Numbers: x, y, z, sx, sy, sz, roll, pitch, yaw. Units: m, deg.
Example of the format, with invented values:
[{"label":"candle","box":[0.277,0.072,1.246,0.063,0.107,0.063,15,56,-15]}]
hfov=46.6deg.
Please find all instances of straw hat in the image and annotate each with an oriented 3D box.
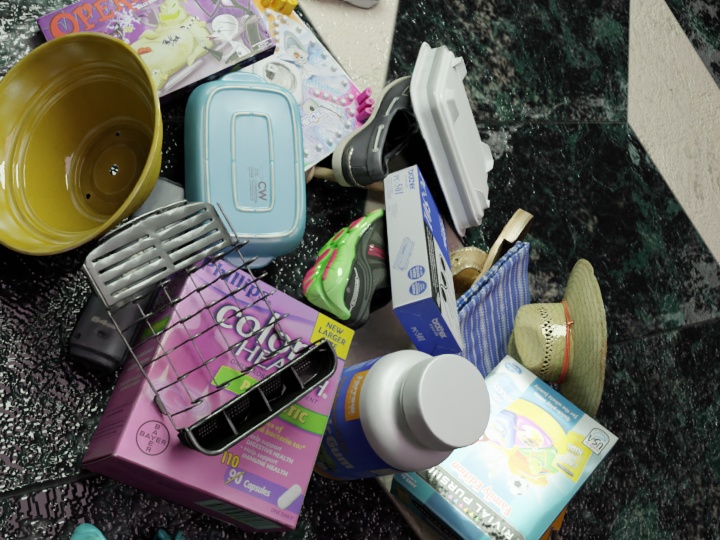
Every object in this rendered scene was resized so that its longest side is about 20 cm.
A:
[{"label":"straw hat","box":[0.217,0.083,0.976,0.085,0.201,0.201,3,70,-1]}]

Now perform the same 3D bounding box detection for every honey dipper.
[{"label":"honey dipper","box":[-0.012,-0.104,0.955,0.200,0.038,0.038,11,69,-30]}]

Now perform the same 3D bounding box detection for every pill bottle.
[{"label":"pill bottle","box":[0.027,0.138,0.800,0.112,0.200,0.112,12,68,-31]}]

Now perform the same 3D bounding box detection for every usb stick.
[{"label":"usb stick","box":[-0.211,-0.001,0.787,0.055,0.033,0.200,26,62,-13]}]

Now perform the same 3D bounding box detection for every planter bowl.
[{"label":"planter bowl","box":[-0.241,-0.101,0.743,0.083,0.200,0.201,33,50,-65]}]

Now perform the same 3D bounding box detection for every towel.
[{"label":"towel","box":[0.148,0.073,0.973,0.200,0.024,0.145,-41,133,-36]}]

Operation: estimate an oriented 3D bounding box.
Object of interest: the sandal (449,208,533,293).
[{"label":"sandal","box":[0.128,-0.004,1.012,0.070,0.078,0.212,31,63,17]}]

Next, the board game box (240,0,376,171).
[{"label":"board game box","box":[-0.088,-0.213,0.921,0.200,0.026,0.200,50,47,-2]}]

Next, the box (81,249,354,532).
[{"label":"box","box":[-0.124,0.114,0.770,0.176,0.097,0.200,30,59,-23]}]

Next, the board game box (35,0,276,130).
[{"label":"board game box","box":[-0.199,-0.231,0.828,0.200,0.032,0.120,-28,86,-13]}]

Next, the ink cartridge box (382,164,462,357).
[{"label":"ink cartridge box","box":[0.064,-0.012,0.887,0.200,0.044,0.094,-93,159,-44]}]

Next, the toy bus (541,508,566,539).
[{"label":"toy bus","box":[0.189,0.260,0.947,0.065,0.078,0.200,40,56,-16]}]

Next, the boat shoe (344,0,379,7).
[{"label":"boat shoe","box":[-0.044,-0.377,1.009,0.200,0.065,0.074,-1,75,-35]}]

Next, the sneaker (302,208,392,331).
[{"label":"sneaker","box":[0.000,0.000,0.886,0.084,0.077,0.200,52,32,-12]}]

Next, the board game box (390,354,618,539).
[{"label":"board game box","box":[0.154,0.208,0.893,0.151,0.047,0.200,37,61,22]}]

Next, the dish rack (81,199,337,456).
[{"label":"dish rack","box":[-0.128,0.037,0.699,0.153,0.055,0.200,-31,93,-38]}]

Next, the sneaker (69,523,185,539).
[{"label":"sneaker","box":[-0.157,0.263,0.714,0.200,0.077,0.080,21,55,-28]}]

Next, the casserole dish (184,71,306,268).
[{"label":"casserole dish","box":[-0.109,-0.103,0.819,0.121,0.039,0.200,-1,85,-19]}]

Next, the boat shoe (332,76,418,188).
[{"label":"boat shoe","box":[0.044,-0.159,0.949,0.200,0.063,0.073,-51,133,-39]}]

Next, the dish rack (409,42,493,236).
[{"label":"dish rack","box":[0.115,-0.159,0.983,0.172,0.043,0.200,-75,148,-53]}]
